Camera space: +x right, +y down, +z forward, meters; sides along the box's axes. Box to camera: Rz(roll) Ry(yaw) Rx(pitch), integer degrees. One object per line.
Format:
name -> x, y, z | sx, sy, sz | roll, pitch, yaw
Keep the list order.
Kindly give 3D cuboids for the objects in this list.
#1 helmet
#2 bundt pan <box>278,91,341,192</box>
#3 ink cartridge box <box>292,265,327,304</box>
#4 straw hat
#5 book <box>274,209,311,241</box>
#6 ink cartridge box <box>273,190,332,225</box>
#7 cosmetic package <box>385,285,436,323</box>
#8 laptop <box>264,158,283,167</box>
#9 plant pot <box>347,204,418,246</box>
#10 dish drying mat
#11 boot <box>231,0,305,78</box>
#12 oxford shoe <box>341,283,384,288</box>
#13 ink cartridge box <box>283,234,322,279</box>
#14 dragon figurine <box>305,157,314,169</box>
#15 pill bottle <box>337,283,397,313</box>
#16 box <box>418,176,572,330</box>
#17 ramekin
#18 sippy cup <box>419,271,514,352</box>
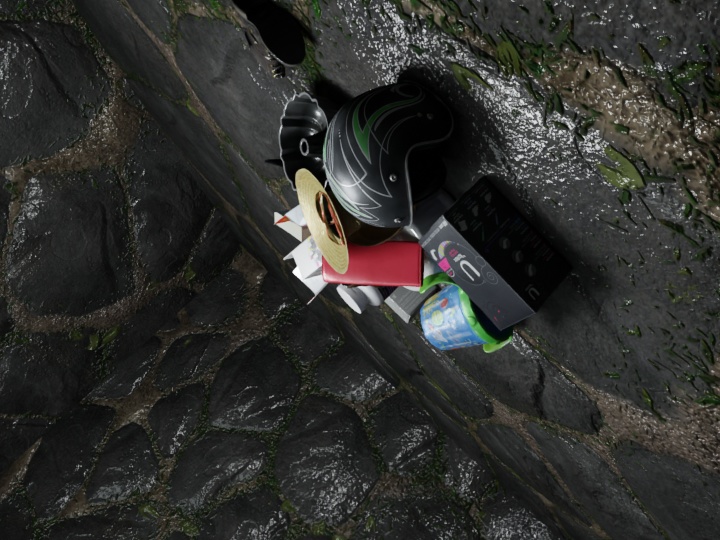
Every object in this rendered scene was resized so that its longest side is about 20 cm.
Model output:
helmet -> 0.037, -0.167, 0.929 | 0.200, 0.190, 0.201 | 45, 164, 16
bundt pan -> -0.079, -0.244, 1.207 | 0.201, 0.075, 0.205 | 25, 121, 49
ink cartridge box -> -0.068, -0.035, 1.494 | 0.084, 0.200, 0.176 | 44, 125, 0
straw hat -> -0.030, -0.097, 1.049 | 0.202, 0.084, 0.202 | 55, 162, 29
book -> -0.075, -0.112, 1.390 | 0.133, 0.198, 0.049 | 32, 127, 50
ink cartridge box -> -0.066, -0.115, 1.245 | 0.199, 0.161, 0.051 | -27, 81, 58
cosmetic package -> 0.082, 0.020, 1.532 | 0.200, 0.107, 0.090 | 42, 168, 12
laptop -> -0.103, -0.206, 1.466 | 0.177, 0.198, 0.105 | 25, 119, 56
plant pot -> 0.036, -0.135, 1.083 | 0.027, 0.202, 0.199 | 21, -171, -44
dish drying mat -> 0.019, -0.013, 1.094 | 0.197, 0.078, 0.018 | 2, -179, 28
boot -> -0.160, -0.414, 1.154 | 0.201, 0.069, 0.174 | 52, 171, 14
oxford shoe -> 0.000, 0.000, 1.223 | 0.073, 0.084, 0.200 | 63, -172, 21
ink cartridge box -> -0.058, -0.043, 1.266 | 0.199, 0.114, 0.069 | -34, 76, 47
dragon figurine -> -0.043, -0.188, 1.336 | 0.201, 0.099, 0.059 | 49, 167, -10
pill bottle -> 0.044, -0.003, 1.376 | 0.112, 0.200, 0.113 | 43, 166, 13
box -> 0.207, -0.023, 0.977 | 0.200, 0.106, 0.122 | 46, 158, 4
ramekin -> 0.101, -0.060, 1.145 | 0.200, 0.097, 0.202 | 39, 148, 30
sippy cup -> 0.180, 0.078, 1.098 | 0.130, 0.139, 0.180 | -26, 89, 39
